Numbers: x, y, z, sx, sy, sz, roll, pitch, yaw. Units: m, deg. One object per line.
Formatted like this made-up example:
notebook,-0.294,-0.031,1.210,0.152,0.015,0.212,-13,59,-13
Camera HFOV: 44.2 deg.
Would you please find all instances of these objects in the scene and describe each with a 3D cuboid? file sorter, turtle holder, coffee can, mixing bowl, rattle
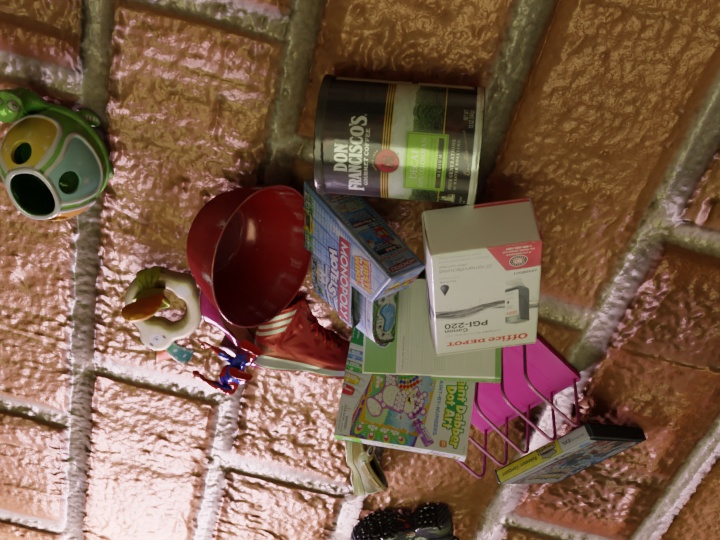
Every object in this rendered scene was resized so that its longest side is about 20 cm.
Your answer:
file sorter,0.222,0.210,1.371,0.139,0.126,0.199,41,123,-20
turtle holder,-0.415,-0.153,1.189,0.139,0.132,0.187,13,128,-1
coffee can,0.049,-0.162,1.102,0.197,0.147,0.148,5,128,4
mixing bowl,-0.166,-0.034,1.228,0.108,0.200,0.202,22,136,34
rattle,-0.309,0.107,1.372,0.129,0.143,0.202,3,124,-17

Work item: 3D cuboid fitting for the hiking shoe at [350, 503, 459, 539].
hiking shoe,0.081,0.499,1.644,0.198,0.076,0.101,-12,121,16

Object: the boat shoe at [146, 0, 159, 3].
boat shoe,-0.211,-0.405,1.013,0.073,0.075,0.201,33,117,-4

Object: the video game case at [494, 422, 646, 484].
video game case,0.337,0.296,1.417,0.180,0.026,0.199,-36,149,29

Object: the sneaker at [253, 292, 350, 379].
sneaker,-0.063,0.097,1.362,0.198,0.078,0.117,3,109,-21

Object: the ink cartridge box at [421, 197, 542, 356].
ink cartridge box,0.158,0.013,1.164,0.144,0.085,0.201,-7,137,1

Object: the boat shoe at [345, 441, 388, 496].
boat shoe,0.009,0.316,1.522,0.062,0.074,0.202,-5,129,4

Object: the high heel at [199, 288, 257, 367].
high heel,-0.183,0.075,1.367,0.095,0.068,0.201,7,143,16

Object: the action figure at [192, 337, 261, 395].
action figure,-0.213,0.140,1.341,0.098,0.066,0.200,26,159,-6

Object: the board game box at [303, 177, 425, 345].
board game box,0.000,0.000,1.198,0.061,0.200,0.202,-19,128,-30

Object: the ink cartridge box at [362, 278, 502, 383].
ink cartridge box,0.106,0.085,1.286,0.197,0.147,0.048,1,166,9

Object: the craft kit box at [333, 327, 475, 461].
craft kit box,0.072,0.165,1.314,0.195,0.202,0.049,8,160,4
